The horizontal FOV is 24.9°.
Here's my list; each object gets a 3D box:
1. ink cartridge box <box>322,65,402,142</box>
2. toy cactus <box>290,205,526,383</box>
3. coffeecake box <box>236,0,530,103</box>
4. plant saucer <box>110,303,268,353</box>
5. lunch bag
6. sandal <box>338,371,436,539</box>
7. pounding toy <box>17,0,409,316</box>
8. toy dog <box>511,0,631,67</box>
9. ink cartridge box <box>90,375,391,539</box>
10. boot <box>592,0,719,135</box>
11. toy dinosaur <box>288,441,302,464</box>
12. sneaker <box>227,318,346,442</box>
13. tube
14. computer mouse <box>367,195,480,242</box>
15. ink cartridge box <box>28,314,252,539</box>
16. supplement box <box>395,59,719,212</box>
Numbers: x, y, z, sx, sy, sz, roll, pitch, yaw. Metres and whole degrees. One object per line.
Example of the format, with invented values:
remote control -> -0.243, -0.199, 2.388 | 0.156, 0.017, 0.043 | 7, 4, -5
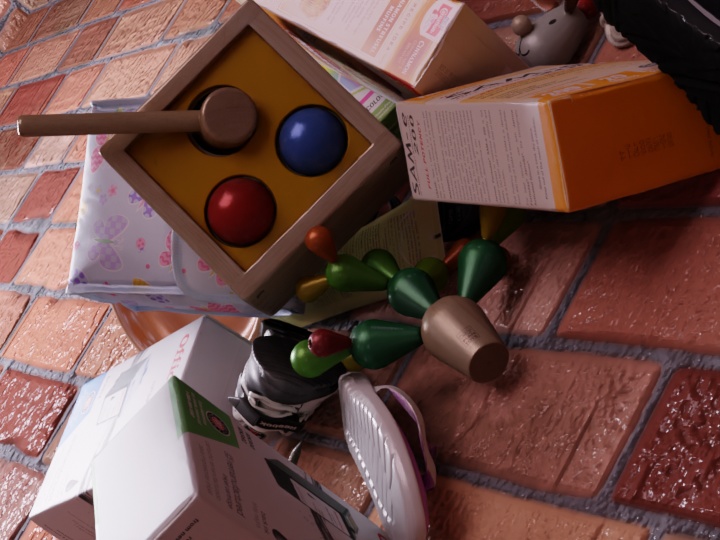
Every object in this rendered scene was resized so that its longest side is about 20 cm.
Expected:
ink cartridge box -> -0.015, -0.189, 1.403 | 0.148, 0.076, 0.200 | -45, 62, 18
toy cactus -> 0.047, 0.015, 1.107 | 0.200, 0.102, 0.165 | -28, 36, -14
coffeecake box -> 0.019, -0.178, 1.239 | 0.200, 0.153, 0.073 | 31, 90, 33
plant saucer -> -0.148, -0.003, 1.442 | 0.200, 0.200, 0.037 | -33, -12, 38
lunch bag -> -0.124, -0.052, 1.309 | 0.200, 0.127, 0.170 | 3, 82, 27
sandal -> 0.025, 0.113, 1.081 | 0.050, 0.083, 0.203 | -11, 22, -9
pounding toy -> -0.100, -0.087, 1.173 | 0.184, 0.200, 0.142 | -45, -11, -1
toy dog -> 0.169, -0.256, 1.253 | 0.132, 0.096, 0.200 | -22, 39, 51
ink cartridge box -> -0.057, 0.175, 0.973 | 0.084, 0.200, 0.146 | -46, 25, 10
boot -> 0.259, -0.160, 0.968 | 0.168, 0.076, 0.200 | -33, 63, -17
toy dinosaur -> -0.079, 0.195, 1.102 | 0.077, 0.102, 0.200 | -10, 50, 57
sneaker -> -0.059, 0.095, 1.225 | 0.200, 0.074, 0.089 | -102, 34, -86
tube -> 0.000, 0.000, 1.284 | 0.200, 0.058, 0.052 | -25, 20, 48
computer mouse -> 0.053, -0.043, 1.271 | 0.200, 0.034, 0.059 | -18, 71, 60
ink cartridge box -> -0.173, 0.143, 1.364 | 0.200, 0.086, 0.147 | -30, 33, 45
supplement box -> 0.126, -0.091, 1.069 | 0.126, 0.074, 0.200 | -17, 12, -25
